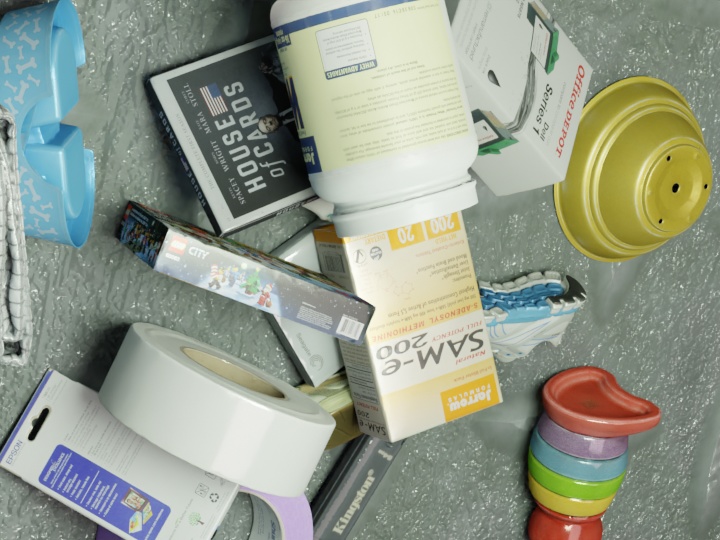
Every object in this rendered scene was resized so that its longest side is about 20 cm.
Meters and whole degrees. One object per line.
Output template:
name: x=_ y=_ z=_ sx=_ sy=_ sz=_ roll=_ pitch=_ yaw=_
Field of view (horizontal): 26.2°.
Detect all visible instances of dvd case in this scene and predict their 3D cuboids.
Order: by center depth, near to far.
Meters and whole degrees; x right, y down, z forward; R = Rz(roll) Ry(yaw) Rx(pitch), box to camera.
dvd case: x=-0.067 y=-0.131 z=1.350 sx=0.199 sy=0.025 sz=0.151 roll=-24 pitch=82 yaw=-24

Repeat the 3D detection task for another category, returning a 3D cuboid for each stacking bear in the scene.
stacking bear: x=0.231 y=0.223 z=1.663 sx=0.113 sy=0.121 sz=0.201 roll=-7 pitch=118 yaw=-32

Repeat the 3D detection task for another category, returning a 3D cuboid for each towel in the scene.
towel: x=-0.313 y=-0.038 z=1.191 sx=0.085 sy=0.165 sz=0.202 roll=-8 pitch=111 yaw=-23

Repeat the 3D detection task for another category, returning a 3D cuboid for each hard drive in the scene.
hard drive: x=0.000 y=0.000 z=1.476 sx=0.200 sy=0.027 sz=0.132 roll=-37 pitch=115 yaw=-16

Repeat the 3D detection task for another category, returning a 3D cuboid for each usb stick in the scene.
usb stick: x=-0.019 y=0.233 z=1.549 sx=0.055 sy=0.033 sz=0.201 roll=33 pitch=87 yaw=-36

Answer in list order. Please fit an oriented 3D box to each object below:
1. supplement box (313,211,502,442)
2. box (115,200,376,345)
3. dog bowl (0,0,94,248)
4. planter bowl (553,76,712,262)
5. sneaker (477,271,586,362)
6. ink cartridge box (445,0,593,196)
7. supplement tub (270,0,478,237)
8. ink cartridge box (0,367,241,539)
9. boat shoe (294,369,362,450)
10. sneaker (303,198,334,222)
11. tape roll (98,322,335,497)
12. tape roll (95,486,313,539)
supplement box: x=0.045 y=0.043 z=1.436 sx=0.125 sy=0.073 sz=0.202 roll=-18 pitch=100 yaw=-23
box: x=-0.101 y=0.001 z=1.334 sx=0.199 sy=0.136 sz=0.038 roll=21 pitch=94 yaw=-25
dog bowl: x=-0.252 y=-0.117 z=1.239 sx=0.049 sy=0.112 sz=0.202 roll=0 pitch=110 yaw=3
planter bowl: x=0.304 y=-0.094 z=1.608 sx=0.199 sy=0.083 sz=0.202 roll=-11 pitch=112 yaw=-28
sneaker: x=0.135 y=0.057 z=1.565 sx=0.199 sy=0.075 sz=0.087 roll=-2 pitch=124 yaw=-25
ink cartridge box: x=0.121 y=-0.187 z=1.427 sx=0.200 sy=0.084 sz=0.147 roll=43 pitch=52 yaw=-35
supplement tub: x=0.016 y=-0.139 z=1.275 sx=0.144 sy=0.145 sz=0.202 roll=-17 pitch=96 yaw=-26
ink cartridge box: x=-0.210 y=0.176 z=1.362 sx=0.199 sy=0.039 sz=0.100 roll=30 pitch=83 yaw=2
boat shoe: x=0.020 y=0.111 z=1.519 sx=0.200 sy=0.063 sz=0.074 roll=-23 pitch=139 yaw=-26
sneaker: x=-0.012 y=-0.087 z=1.424 sx=0.198 sy=0.075 sz=0.089 roll=-5 pitch=111 yaw=-20
tape roll: x=-0.123 y=0.119 z=1.343 sx=0.202 sy=0.202 sz=0.071 roll=24 pitch=93 yaw=-35
tape roll: x=-0.146 y=0.257 z=1.459 sx=0.199 sy=0.066 sz=0.202 roll=-10 pitch=111 yaw=-29
